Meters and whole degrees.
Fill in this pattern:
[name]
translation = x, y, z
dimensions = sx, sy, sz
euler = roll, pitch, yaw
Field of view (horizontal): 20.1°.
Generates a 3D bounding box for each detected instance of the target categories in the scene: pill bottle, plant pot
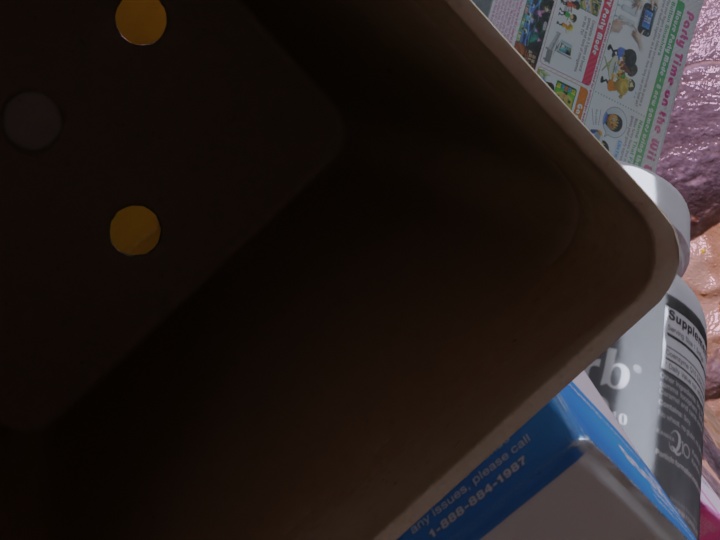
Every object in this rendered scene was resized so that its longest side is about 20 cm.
[pill bottle]
translation = 0.092, 0.059, 0.886
dimensions = 0.116, 0.116, 0.201
euler = 40, 47, -43
[plant pot]
translation = -0.081, -0.024, 0.476
dimensions = 0.200, 0.200, 0.177
euler = 47, 3, -14

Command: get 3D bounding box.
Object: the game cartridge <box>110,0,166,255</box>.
[game cartridge]
translation = -0.070, -0.059, 0.681
dimensions = 0.032, 0.176, 0.200
euler = 42, 12, -33

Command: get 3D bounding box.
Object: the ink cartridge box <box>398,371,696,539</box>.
[ink cartridge box]
translation = -0.004, 0.054, 0.628
dimensions = 0.084, 0.144, 0.200
euler = 43, 11, -38

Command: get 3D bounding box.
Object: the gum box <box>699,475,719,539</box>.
[gum box]
translation = 0.091, 0.097, 0.990
dimensions = 0.066, 0.113, 0.200
euler = 38, 14, -48

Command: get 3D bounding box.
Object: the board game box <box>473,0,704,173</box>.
[board game box]
translation = 0.058, -0.103, 0.975
dimensions = 0.199, 0.148, 0.064
euler = 23, -12, -28
